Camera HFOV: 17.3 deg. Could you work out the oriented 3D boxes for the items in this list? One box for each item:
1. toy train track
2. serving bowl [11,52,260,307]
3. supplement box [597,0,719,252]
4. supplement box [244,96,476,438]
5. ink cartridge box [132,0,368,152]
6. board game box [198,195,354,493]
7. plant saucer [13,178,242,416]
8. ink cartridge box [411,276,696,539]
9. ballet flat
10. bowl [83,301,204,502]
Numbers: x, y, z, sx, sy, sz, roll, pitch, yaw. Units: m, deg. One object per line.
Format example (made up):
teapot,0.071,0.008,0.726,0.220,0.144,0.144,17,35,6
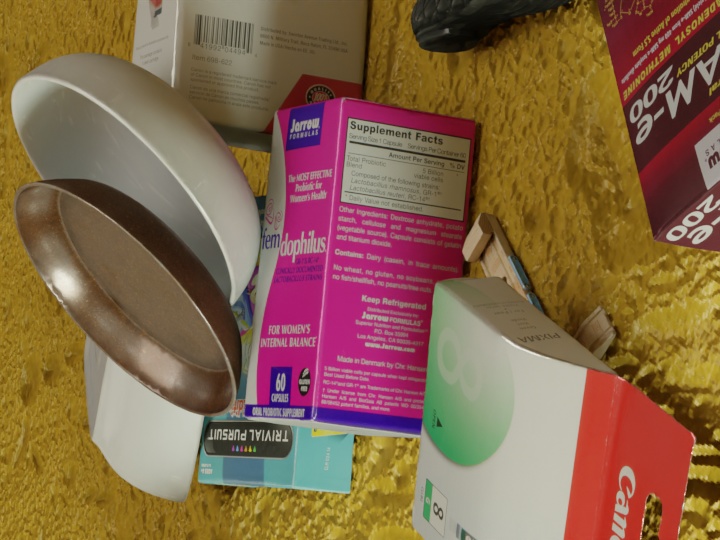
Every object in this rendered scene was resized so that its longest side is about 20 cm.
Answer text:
toy train track,0.092,0.039,1.379,0.115,0.032,0.201,-62,34,33
serving bowl,-0.134,-0.067,1.537,0.066,0.200,0.200,-46,18,-23
supplement box,0.182,-0.123,1.224,0.109,0.060,0.201,-46,45,47
supplement box,0.000,0.000,1.489,0.101,0.103,0.202,-5,77,62
ink cartridge box,-0.074,-0.189,1.625,0.083,0.144,0.202,-8,76,62
board game box,-0.054,0.049,1.631,0.151,0.047,0.202,-7,77,61
plant saucer,-0.147,0.011,1.559,0.034,0.201,0.200,-45,16,-25
ink cartridge box,0.098,0.116,1.288,0.200,0.050,0.162,44,135,54
ballet flat,0.085,-0.178,1.409,0.200,0.066,0.057,-19,69,59
bowl,-0.156,0.044,1.735,0.200,0.074,0.201,-105,25,-59
